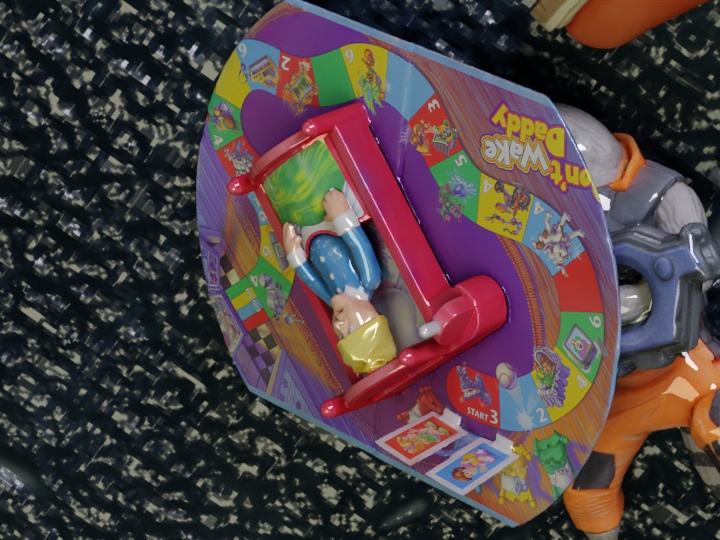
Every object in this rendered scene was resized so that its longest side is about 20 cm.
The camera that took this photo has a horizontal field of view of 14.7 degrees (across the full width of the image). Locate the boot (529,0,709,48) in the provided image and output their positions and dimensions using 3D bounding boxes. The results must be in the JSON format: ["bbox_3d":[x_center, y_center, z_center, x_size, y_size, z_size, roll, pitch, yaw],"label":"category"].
[{"bbox_3d":[0.147,-0.106,0.895,0.200,0.075,0.107,-29,108,36],"label":"boot"}]

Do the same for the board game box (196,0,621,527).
[{"bbox_3d":[0.000,0.000,0.960,0.199,0.039,0.159,25,121,36],"label":"board game box"}]

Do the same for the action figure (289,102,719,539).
[{"bbox_3d":[0.079,0.029,1.004,0.199,0.104,0.194,-5,111,43],"label":"action figure"}]
